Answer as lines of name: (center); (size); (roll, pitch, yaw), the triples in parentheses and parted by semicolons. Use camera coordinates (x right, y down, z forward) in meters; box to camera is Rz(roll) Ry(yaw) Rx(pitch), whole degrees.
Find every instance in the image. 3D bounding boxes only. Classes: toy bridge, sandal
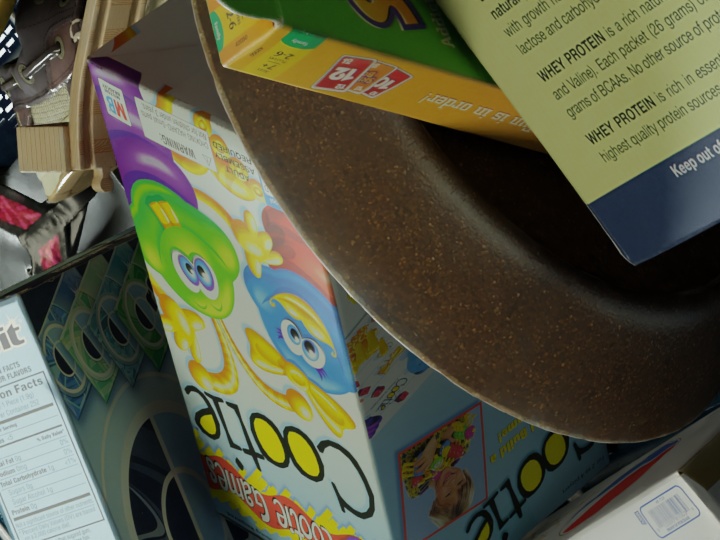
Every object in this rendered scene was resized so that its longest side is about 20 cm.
toy bridge: (-0.091, -0.125, 0.972); (0.067, 0.027, 0.200); (2, 98, 54)
sandal: (-0.137, -0.014, 1.234); (0.075, 0.045, 0.200); (57, 151, -10)

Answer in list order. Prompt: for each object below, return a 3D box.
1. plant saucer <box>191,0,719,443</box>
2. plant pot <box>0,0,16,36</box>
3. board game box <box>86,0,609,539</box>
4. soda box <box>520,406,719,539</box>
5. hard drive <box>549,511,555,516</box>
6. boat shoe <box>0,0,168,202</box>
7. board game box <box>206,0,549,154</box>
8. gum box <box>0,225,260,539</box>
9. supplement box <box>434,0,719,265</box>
plant saucer: (0.042, -0.049, 0.805); (0.034, 0.200, 0.200); (-38, 90, 36)
plant pot: (-0.217, -0.124, 1.081); (0.201, 0.201, 0.189); (52, 173, -1)
board game box: (0.000, 0.000, 0.989); (0.103, 0.105, 0.200); (26, 142, 39)
soda box: (0.087, 0.106, 0.990); (0.064, 0.068, 0.200); (51, 141, 0)
hard drive: (0.084, 0.173, 1.141); (0.200, 0.033, 0.140); (52, 152, 1)
boat shoe: (-0.089, -0.087, 1.056); (0.065, 0.072, 0.200); (49, 155, 3)
board game box: (0.024, -0.080, 0.758); (0.030, 0.200, 0.096); (-34, 58, 34)
gum box: (-0.064, 0.087, 1.084); (0.044, 0.170, 0.200); (-19, 96, 24)
supplement box: (0.090, -0.140, 0.664); (0.200, 0.134, 0.200); (53, 151, -2)
